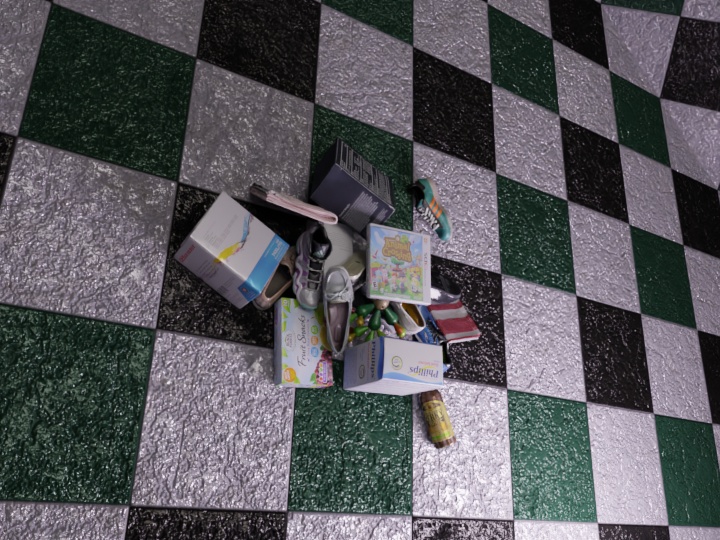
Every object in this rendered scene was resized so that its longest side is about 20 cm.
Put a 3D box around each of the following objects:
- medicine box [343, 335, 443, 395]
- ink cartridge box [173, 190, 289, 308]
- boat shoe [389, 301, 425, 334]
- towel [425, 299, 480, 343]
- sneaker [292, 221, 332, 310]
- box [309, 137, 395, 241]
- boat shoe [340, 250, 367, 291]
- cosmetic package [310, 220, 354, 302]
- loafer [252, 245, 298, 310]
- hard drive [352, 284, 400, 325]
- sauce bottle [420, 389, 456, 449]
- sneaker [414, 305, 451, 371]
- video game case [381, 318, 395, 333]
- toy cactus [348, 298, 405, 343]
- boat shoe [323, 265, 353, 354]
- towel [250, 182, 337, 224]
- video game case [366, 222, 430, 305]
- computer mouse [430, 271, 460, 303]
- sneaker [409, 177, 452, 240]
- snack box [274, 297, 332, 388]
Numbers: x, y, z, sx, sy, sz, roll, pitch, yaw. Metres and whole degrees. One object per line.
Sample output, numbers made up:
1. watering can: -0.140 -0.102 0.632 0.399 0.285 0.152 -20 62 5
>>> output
1. medicine box: 0.078 0.241 1.538 0.178 0.199 0.106 12 68 -28
2. ink cartridge box: -0.298 -0.044 1.431 0.199 0.146 0.148 39 58 -15
3. boat shoe: 0.110 0.071 1.634 0.070 0.069 0.204 -26 89 -35
4. towel: 0.244 0.110 1.742 0.141 0.023 0.203 -2 52 -41
5. sneaker: -0.110 -0.019 1.485 0.076 0.140 0.206 4 68 -25
6. box: -0.021 -0.216 1.634 0.197 0.124 0.202 36 24 -18
7. boat shoe: 0.000 0.000 1.587 0.070 0.069 0.199 20 30 21
8. cosmetic package: -0.075 -0.021 1.606 0.100 0.073 0.206 13 68 -36
9. loafer: -0.191 0.013 1.530 0.072 0.063 0.202 41 57 -12
10. hard drive: 0.061 0.057 1.671 0.196 0.033 0.143 22 63 -24
11. sauce bottle: 0.195 0.368 1.654 0.063 0.064 0.205 -14 80 -34
12. sneaker: 0.204 0.180 1.707 0.077 0.089 0.205 -16 80 -35
13. video game case: 0.059 0.050 1.704 0.201 0.018 0.144 48 55 -9
14. toy cactus: 0.042 0.114 1.590 0.195 0.102 0.170 16 88 -19
15. boat shoe: -0.053 0.093 1.478 0.072 0.065 0.208 1 102 -6
16. towel: -0.168 -0.166 1.535 0.187 0.199 0.033 20 95 -25
17. video game case: 0.099 -0.014 1.580 0.196 0.022 0.188 8 76 -32
18. computer mouse: 0.186 0.039 1.703 0.196 0.053 0.140 23 30 -22
19. sneaker: 0.205 -0.177 1.849 0.078 0.071 0.204 -16 78 -30
20. snack box: -0.140 0.178 1.512 0.139 0.053 0.206 8 69 -30
